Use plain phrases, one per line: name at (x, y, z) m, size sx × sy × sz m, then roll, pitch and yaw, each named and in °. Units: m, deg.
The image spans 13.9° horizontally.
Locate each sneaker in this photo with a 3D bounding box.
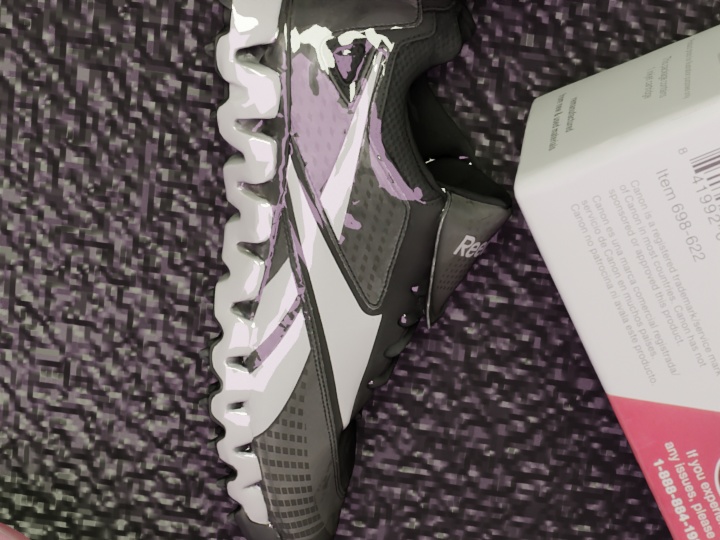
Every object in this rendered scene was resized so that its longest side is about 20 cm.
sneaker at (0.000, 0.000, 0.897) m, size 0.090 × 0.066 × 0.201 m, roll 4°, pitch 108°, yaw 9°

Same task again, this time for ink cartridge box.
ink cartridge box at (0.165, -0.012, 0.862) m, size 0.200 × 0.083 × 0.145 m, roll -21°, pitch 106°, yaw 15°

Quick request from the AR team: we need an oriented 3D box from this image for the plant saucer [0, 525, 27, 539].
plant saucer at (-0.133, 0.178, 0.933) m, size 0.051 × 0.201 × 0.201 m, roll 17°, pitch 120°, yaw -46°
